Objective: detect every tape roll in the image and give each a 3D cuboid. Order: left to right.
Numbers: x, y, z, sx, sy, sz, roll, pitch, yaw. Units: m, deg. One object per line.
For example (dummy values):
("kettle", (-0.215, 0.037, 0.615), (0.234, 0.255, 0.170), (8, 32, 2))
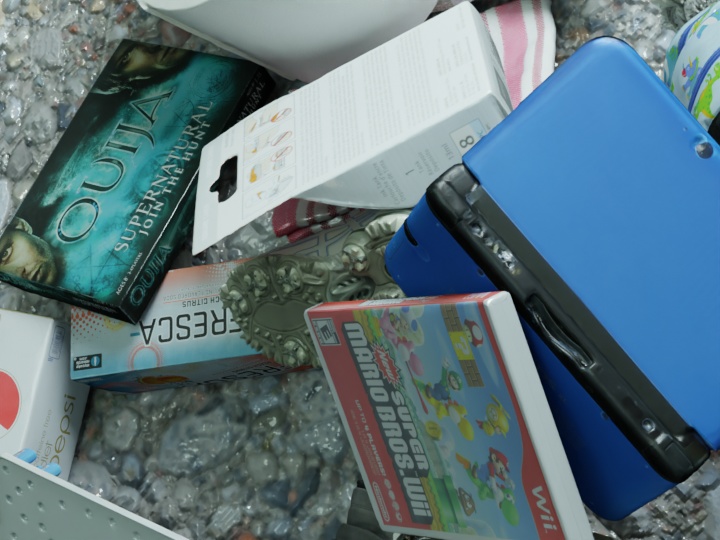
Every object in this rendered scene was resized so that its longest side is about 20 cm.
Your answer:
("tape roll", (-0.045, -0.238, 1.297), (0.202, 0.139, 0.205), (-20, 60, 41))

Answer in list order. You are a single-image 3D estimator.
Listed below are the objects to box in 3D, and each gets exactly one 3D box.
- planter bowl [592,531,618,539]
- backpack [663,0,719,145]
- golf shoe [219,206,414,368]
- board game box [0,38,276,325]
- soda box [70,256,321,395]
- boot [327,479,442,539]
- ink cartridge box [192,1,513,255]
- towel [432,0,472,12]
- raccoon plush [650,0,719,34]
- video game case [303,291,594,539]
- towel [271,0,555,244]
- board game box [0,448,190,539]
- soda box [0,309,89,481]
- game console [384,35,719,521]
("planter bowl", (0.103, 0.225, 1.121), (0.200, 0.200, 0.135), (-47, 35, 8))
("backpack", (0.248, -0.065, 1.104), (0.162, 0.200, 0.155), (-27, 50, 16))
("golf shoe", (0.000, 0.000, 1.216), (0.199, 0.097, 0.079), (-17, 107, 44))
("board game box", (-0.159, -0.066, 1.361), (0.134, 0.028, 0.201), (13, 65, 35))
("soda box", (-0.095, 0.036, 1.325), (0.198, 0.063, 0.069), (-9, 73, 25))
("boot", (-0.024, 0.190, 1.257), (0.199, 0.070, 0.133), (24, 83, 21))
("ink cartridge box", (-0.004, -0.074, 1.192), (0.199, 0.047, 0.160), (-28, 25, 11))
("towel", (0.077, -0.251, 1.299), (0.199, 0.031, 0.151), (-12, 70, 43))
("raccoon plush", (0.211, -0.205, 1.194), (0.096, 0.134, 0.202), (-22, 68, 21))
("video game case", (0.044, 0.083, 1.099), (0.199, 0.017, 0.144), (-5, 106, 60))
("towel", (0.034, -0.101, 1.274), (0.199, 0.030, 0.147), (-22, 36, 20))
("board game box", (-0.149, 0.229, 1.261), (0.199, 0.026, 0.202), (20, 122, 29))
("soda box", (-0.244, 0.131, 1.365), (0.068, 0.064, 0.202), (8, 80, 27))
("game console", (0.131, 0.009, 1.052), (0.118, 0.171, 0.200), (-38, 83, -23))
